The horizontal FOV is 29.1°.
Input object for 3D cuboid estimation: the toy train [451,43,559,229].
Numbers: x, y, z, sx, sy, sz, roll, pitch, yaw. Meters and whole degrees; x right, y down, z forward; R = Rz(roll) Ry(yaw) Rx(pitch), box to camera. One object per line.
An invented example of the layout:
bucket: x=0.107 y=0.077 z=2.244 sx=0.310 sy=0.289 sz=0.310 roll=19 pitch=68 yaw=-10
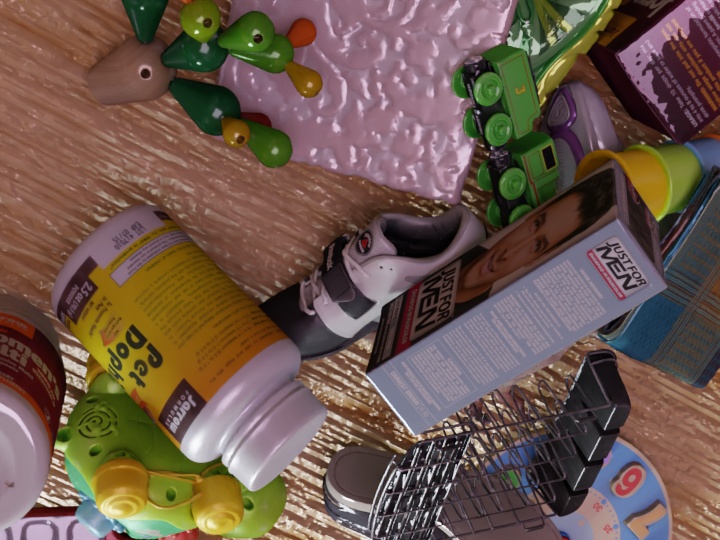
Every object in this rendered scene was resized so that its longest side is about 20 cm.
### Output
toy train: x=0.113 y=-0.062 z=0.969 sx=0.056 sy=0.042 sz=0.202 roll=-29 pitch=118 yaw=-20

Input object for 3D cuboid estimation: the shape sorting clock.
shape sorting clock: x=0.165 y=0.225 z=1.146 sx=0.197 sy=0.039 sz=0.203 roll=-2 pitch=108 yaw=-7

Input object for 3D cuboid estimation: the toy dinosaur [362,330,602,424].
toy dinosaur: x=0.091 y=0.040 z=1.060 sx=0.197 sy=0.086 sz=0.138 roll=15 pitch=94 yaw=6

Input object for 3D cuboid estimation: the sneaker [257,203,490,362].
sneaker: x=0.000 y=0.000 z=1.017 sx=0.197 sy=0.075 sz=0.089 roll=-20 pitch=137 yaw=3

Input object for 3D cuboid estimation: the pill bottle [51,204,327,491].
pill bottle: x=-0.118 y=0.056 z=0.977 sx=0.200 sy=0.109 sz=0.109 roll=44 pitch=99 yaw=13

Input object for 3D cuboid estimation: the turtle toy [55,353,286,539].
turtle toy: x=-0.139 y=0.149 z=1.037 sx=0.198 sy=0.147 sz=0.101 roll=16 pitch=128 yaw=-27

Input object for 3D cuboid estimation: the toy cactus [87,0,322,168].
toy cactus: x=-0.121 y=-0.156 z=0.947 sx=0.163 sy=0.103 sz=0.201 roll=-12 pitch=129 yaw=37

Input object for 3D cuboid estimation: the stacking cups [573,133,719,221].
stacking cups: x=0.244 y=-0.067 z=1.015 sx=0.198 sy=0.060 sz=0.061 roll=-10 pitch=112 yaw=-37

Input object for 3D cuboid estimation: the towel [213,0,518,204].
towel: x=0.003 y=-0.162 z=0.979 sx=0.197 sy=0.032 sz=0.194 roll=17 pitch=106 yaw=6

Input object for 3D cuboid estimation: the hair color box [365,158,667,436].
hair color box: x=0.102 y=0.018 z=0.922 sx=0.199 sy=0.099 sz=0.061 roll=-33 pitch=108 yaw=21

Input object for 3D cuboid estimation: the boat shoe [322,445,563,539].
boat shoe: x=0.063 y=0.199 z=1.101 sx=0.197 sy=0.073 sz=0.063 roll=19 pitch=139 yaw=0

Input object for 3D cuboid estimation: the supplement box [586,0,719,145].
supplement box: x=0.265 y=-0.193 z=0.992 sx=0.199 sy=0.110 sz=0.086 roll=-39 pitch=108 yaw=5

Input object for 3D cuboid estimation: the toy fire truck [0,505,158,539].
toy fire truck: x=-0.205 y=0.265 z=1.079 sx=0.197 sy=0.112 sz=0.171 roll=-1 pitch=89 yaw=-8

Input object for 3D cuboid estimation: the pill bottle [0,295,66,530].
pill bottle: x=-0.260 y=0.091 z=0.959 sx=0.108 sy=0.200 sz=0.111 roll=-2 pitch=108 yaw=-7

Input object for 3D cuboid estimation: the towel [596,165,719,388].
towel: x=0.259 y=0.012 z=1.043 sx=0.148 sy=0.022 sz=0.199 roll=-55 pitch=145 yaw=8

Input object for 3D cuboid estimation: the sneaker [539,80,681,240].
sneaker: x=0.197 y=-0.054 z=1.059 sx=0.099 sy=0.075 sz=0.202 roll=-27 pitch=108 yaw=-23

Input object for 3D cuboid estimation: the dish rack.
dish rack: x=0.096 y=0.139 z=1.014 sx=0.197 sy=0.055 sz=0.155 roll=-8 pitch=137 yaw=-24

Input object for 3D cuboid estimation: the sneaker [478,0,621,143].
sneaker: x=0.126 y=-0.186 z=0.994 sx=0.083 sy=0.074 sz=0.201 roll=31 pitch=101 yaw=-20
